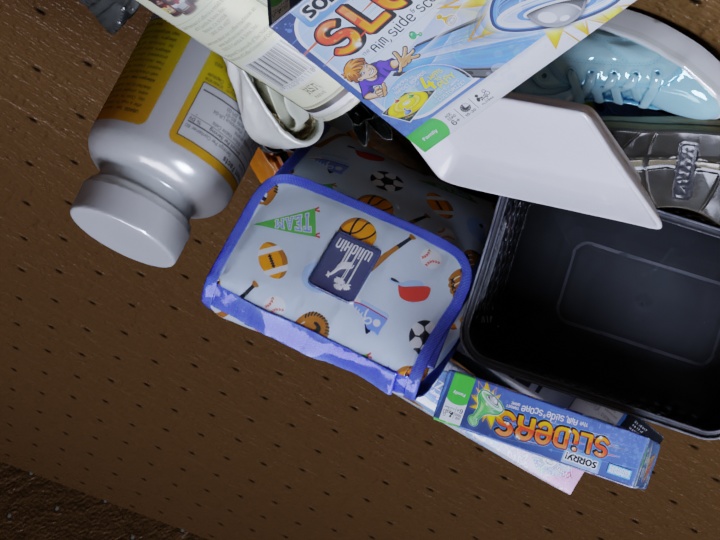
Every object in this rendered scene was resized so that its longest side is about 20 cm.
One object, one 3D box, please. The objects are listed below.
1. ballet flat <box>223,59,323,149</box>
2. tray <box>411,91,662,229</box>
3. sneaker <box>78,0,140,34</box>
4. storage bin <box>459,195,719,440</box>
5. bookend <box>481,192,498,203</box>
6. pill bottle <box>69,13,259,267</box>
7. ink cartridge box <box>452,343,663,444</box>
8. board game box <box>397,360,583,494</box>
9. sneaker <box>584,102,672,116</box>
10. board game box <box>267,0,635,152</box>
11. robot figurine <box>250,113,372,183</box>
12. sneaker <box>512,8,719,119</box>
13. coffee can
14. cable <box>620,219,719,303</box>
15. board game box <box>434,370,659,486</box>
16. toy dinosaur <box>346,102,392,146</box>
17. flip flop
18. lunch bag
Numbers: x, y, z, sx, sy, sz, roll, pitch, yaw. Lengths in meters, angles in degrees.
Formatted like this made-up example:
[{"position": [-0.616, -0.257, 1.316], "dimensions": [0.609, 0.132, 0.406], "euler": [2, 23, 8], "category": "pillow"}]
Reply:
[{"position": [-0.070, -0.165, 1.636], "dimensions": [0.069, 0.069, 0.200], "euler": [12, 137, 39], "category": "ballet flat"}, {"position": [0.095, -0.081, 1.492], "dimensions": [0.200, 0.022, 0.107], "euler": [15, 153, 48], "category": "tray"}, {"position": [-0.178, -0.224, 1.688], "dimensions": [0.091, 0.076, 0.200], "euler": [36, 160, -10], "category": "sneaker"}, {"position": [0.183, 0.023, 1.631], "dimensions": [0.200, 0.135, 0.094], "euler": [18, -174, 17], "category": "storage bin"}, {"position": [0.090, -0.010, 1.903], "dimensions": [0.199, 0.092, 0.200], "euler": [23, 163, 11], "category": "bookend"}, {"position": [-0.125, -0.108, 1.728], "dimensions": [0.113, 0.200, 0.113], "euler": [24, 164, 7], "category": "pill bottle"}, {"position": [0.135, 0.084, 1.838], "dimensions": [0.099, 0.039, 0.200], "euler": [38, 174, -37], "category": "ink cartridge box"}, {"position": [0.065, 0.094, 1.880], "dimensions": [0.199, 0.043, 0.200], "euler": [31, 178, -12], "category": "board game box"}, {"position": [0.142, -0.097, 1.589], "dimensions": [0.200, 0.071, 0.083], "euler": [31, 157, -27], "category": "sneaker"}, {"position": [0.065, -0.165, 1.351], "dimensions": [0.200, 0.034, 0.135], "euler": [-36, 127, 26], "category": "board game box"}, {"position": [-0.022, -0.061, 1.840], "dimensions": [0.145, 0.058, 0.200], "euler": [5, 128, 54], "category": "robot figurine"}, {"position": [0.131, -0.124, 1.502], "dimensions": [0.200, 0.082, 0.074], "euler": [24, 165, 9], "category": "sneaker"}, {"position": [-0.067, -0.202, 1.446], "dimensions": [0.200, 0.146, 0.146], "euler": [32, 163, -21], "category": "coffee can"}, {"position": [0.253, 0.045, 1.752], "dimensions": [0.200, 0.069, 0.200], "euler": [6, 144, 6], "category": "cable"}, {"position": [0.129, 0.108, 1.624], "dimensions": [0.135, 0.034, 0.200], "euler": [18, 178, 11], "category": "board game box"}, {"position": [0.032, -0.126, 1.638], "dimensions": [0.200, 0.102, 0.136], "euler": [13, 180, 17], "category": "toy dinosaur"}, {"position": [0.215, -0.069, 1.543], "dimensions": [0.200, 0.058, 0.081], "euler": [6, 120, -5], "category": "flip flop"}, {"position": [0.000, 0.000, 1.686], "dimensions": [0.170, 0.200, 0.124], "euler": [25, 123, 9], "category": "lunch bag"}]
